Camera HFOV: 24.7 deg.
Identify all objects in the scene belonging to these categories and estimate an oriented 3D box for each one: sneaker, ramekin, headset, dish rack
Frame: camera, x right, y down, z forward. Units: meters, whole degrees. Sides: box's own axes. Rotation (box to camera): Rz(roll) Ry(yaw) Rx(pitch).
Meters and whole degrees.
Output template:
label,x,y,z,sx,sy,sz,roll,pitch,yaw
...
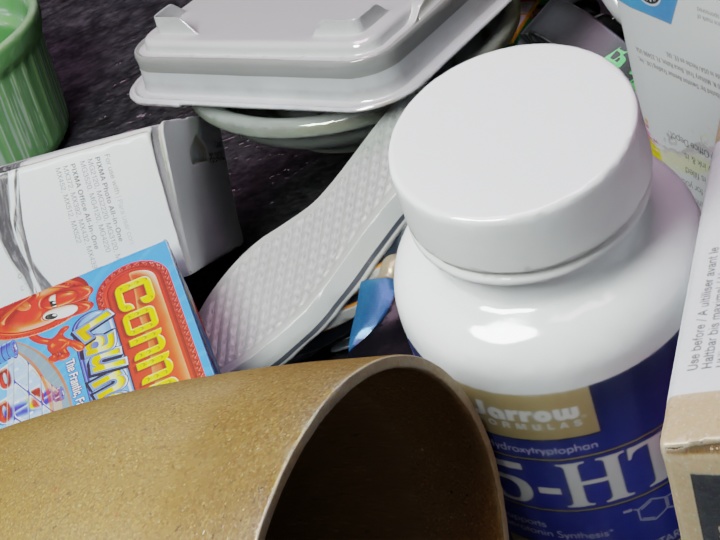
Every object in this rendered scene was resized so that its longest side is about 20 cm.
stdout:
label,x,y,z,sx,sy,sz,roll,pitch,yaw
sneaker,0.000,0.000,0.855,0.200,0.079,0.079,-44,39,8
ramekin,-0.307,-0.116,1.179,0.198,0.098,0.201,-14,31,9
headset,0.142,-0.104,0.884,0.094,0.123,0.200,-48,8,1
dish rack,-0.022,-0.148,0.915,0.199,0.044,0.172,7,37,37

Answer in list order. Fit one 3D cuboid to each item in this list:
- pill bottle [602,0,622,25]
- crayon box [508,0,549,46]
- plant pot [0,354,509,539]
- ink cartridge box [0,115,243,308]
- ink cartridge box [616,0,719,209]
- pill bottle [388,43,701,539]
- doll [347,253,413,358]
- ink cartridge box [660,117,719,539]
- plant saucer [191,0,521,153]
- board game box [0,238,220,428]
label,x,y,z,sx,sy,sz,roll,pitch,yaw
pill bottle,0.199,-0.170,0.893,0.113,0.116,0.200,-6,2,22
crayon box,0.036,-0.147,1.071,0.198,0.059,0.119,0,36,29
plant pot,-0.073,0.120,0.589,0.198,0.188,0.187,1,36,31
ink cartridge box,-0.178,-0.021,0.925,0.198,0.084,0.145,-14,6,10
ink cartridge box,0.219,-0.082,0.728,0.145,0.201,0.147,-27,32,-15
pill bottle,0.078,0.019,0.631,0.119,0.201,0.120,-12,44,12
doll,0.058,0.036,0.778,0.199,0.049,0.137,-29,53,-12
ink cartridge box,0.163,0.056,0.576,0.074,0.166,0.201,-4,33,23
plant saucer,-0.001,-0.116,0.951,0.198,0.051,0.201,-12,32,7
board game box,-0.151,0.097,0.765,0.194,0.056,0.201,-23,41,-4
